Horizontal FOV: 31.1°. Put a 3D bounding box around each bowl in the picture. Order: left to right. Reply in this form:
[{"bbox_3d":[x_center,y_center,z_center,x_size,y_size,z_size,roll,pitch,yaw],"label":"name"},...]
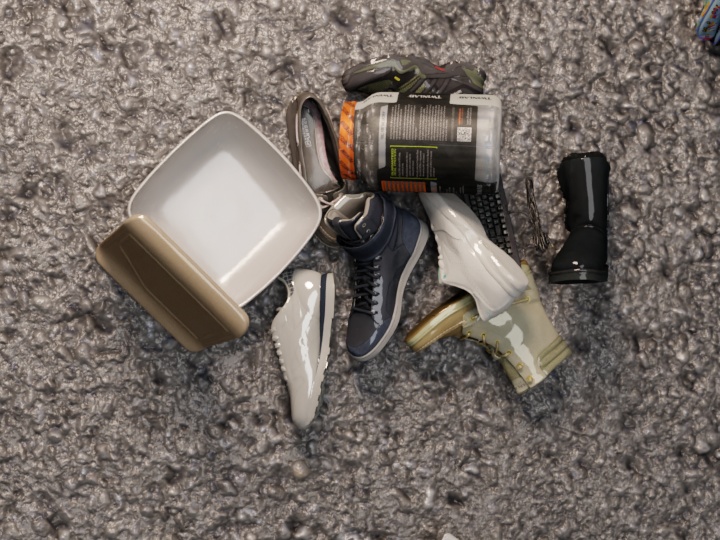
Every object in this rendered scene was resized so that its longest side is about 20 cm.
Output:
[{"bbox_3d":[-0.170,-0.071,1.611,0.200,0.075,0.200,-45,99,-10],"label":"bowl"}]

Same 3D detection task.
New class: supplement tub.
[{"bbox_3d":[0.076,-0.159,1.606,0.197,0.123,0.124,3,89,6],"label":"supplement tub"}]

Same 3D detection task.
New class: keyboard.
[{"bbox_3d":[0.185,-0.078,1.699,0.125,0.021,0.203,-6,73,-14],"label":"keyboard"}]

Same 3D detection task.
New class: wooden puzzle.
[{"bbox_3d":[-0.224,0.015,1.537,0.185,0.200,0.037,45,65,-10],"label":"wooden puzzle"}]

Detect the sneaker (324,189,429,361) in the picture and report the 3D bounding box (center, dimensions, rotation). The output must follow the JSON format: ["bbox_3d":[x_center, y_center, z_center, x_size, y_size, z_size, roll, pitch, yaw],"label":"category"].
[{"bbox_3d":[-0.001,-0.001,1.624,0.146,0.076,0.205,34,71,-47],"label":"sneaker"}]

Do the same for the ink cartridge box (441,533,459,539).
[{"bbox_3d":[0.151,0.437,1.696,0.199,0.068,0.116,37,81,-12],"label":"ink cartridge box"}]

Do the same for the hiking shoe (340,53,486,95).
[{"bbox_3d":[0.071,-0.222,1.673,0.197,0.076,0.102,1,86,-16],"label":"hiking shoe"}]

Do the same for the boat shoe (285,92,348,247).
[{"bbox_3d":[-0.053,-0.128,1.650,0.066,0.057,0.203,-15,93,-14],"label":"boat shoe"}]

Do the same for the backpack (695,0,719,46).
[{"bbox_3d":[0.549,-0.414,1.752,0.133,0.183,0.202,17,71,3],"label":"backpack"}]

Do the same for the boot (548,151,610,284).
[{"bbox_3d":[0.285,-0.069,1.679,0.075,0.200,0.171,-2,92,18],"label":"boot"}]

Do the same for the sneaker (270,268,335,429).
[{"bbox_3d":[-0.077,0.099,1.644,0.079,0.076,0.203,5,84,-2],"label":"sneaker"}]

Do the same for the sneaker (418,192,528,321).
[{"bbox_3d":[0.122,-0.025,1.644,0.089,0.075,0.201,-47,63,22],"label":"sneaker"}]

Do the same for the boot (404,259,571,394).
[{"bbox_3d":[0.170,0.097,1.698,0.199,0.072,0.156,-30,93,-17],"label":"boot"}]
